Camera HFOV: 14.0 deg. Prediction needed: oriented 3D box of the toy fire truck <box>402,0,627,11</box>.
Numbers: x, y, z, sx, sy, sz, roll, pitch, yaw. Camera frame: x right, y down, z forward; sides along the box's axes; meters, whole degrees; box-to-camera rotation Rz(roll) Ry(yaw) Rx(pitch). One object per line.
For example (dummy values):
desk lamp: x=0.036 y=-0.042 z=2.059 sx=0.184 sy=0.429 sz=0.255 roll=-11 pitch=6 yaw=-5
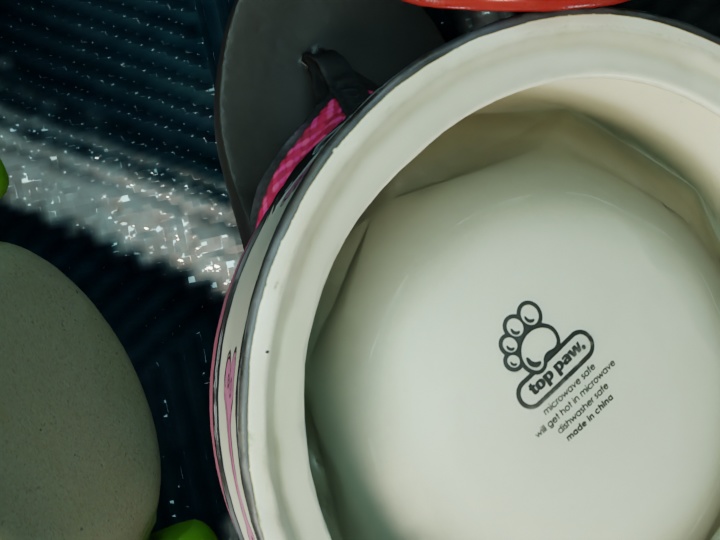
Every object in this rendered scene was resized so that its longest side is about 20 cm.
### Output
toy fire truck: x=0.075 y=-0.135 z=0.791 sx=0.200 sy=0.168 sz=0.112 roll=-1 pitch=101 yaw=-2

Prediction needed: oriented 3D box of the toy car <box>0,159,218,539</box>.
toy car: x=-0.161 y=0.077 z=0.778 sx=0.200 sy=0.158 sz=0.164 roll=-28 pitch=95 yaw=18

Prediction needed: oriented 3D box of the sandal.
sandal: x=0.000 y=0.000 z=0.810 sx=0.075 sy=0.045 sz=0.200 roll=3 pitch=73 yaw=-14

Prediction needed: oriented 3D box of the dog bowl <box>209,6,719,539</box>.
dog bowl: x=0.048 y=0.034 z=0.773 sx=0.200 sy=0.074 sz=0.201 roll=0 pitch=89 yaw=-24
